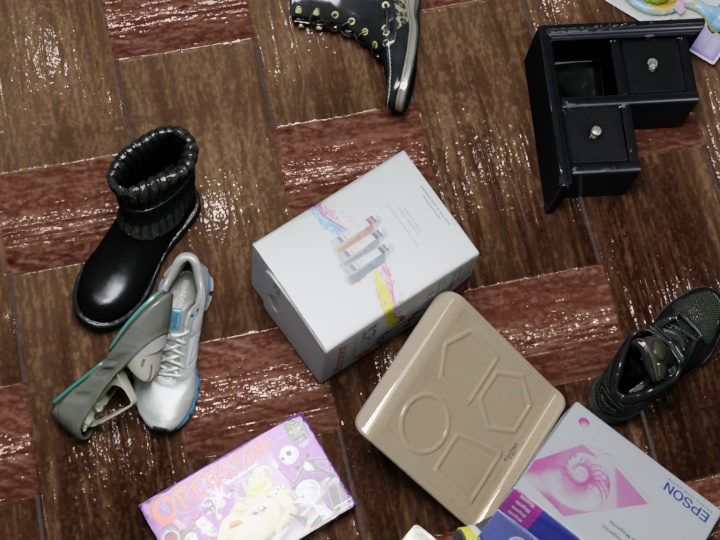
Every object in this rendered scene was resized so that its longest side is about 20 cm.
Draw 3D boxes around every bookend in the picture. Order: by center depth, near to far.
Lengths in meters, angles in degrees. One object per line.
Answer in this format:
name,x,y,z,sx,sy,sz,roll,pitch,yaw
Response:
bookend,0.305,-0.179,1.630,0.198,0.092,0.200,-3,73,-6

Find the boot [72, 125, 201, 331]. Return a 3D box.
boot,-0.245,-0.046,1.509,0.079,0.158,0.211,28,71,5

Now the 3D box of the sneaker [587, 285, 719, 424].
sneaker,0.338,0.083,1.536,0.199,0.114,0.076,-38,80,-17

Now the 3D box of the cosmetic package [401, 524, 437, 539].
cosmetic package,0.057,0.326,1.386,0.103,0.200,0.087,38,74,10

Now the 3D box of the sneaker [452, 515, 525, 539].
sneaker,0.178,0.339,1.457,0.085,0.074,0.200,-27,78,-18

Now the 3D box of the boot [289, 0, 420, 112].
boot,-0.008,-0.280,1.654,0.153,0.074,0.204,3,67,0

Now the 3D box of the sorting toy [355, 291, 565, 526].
sorting toy,0.107,0.151,1.505,0.200,0.036,0.185,42,71,-22

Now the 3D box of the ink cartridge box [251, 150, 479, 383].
ink cartridge box,0.000,0.000,1.519,0.200,0.145,0.145,-32,77,-13

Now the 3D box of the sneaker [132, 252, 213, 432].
sneaker,-0.204,0.072,1.512,0.075,0.087,0.200,7,72,-4

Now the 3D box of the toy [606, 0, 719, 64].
toy,0.379,-0.351,1.717,0.200,0.047,0.115,35,71,7

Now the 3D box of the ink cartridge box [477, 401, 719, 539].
ink cartridge box,0.253,0.265,1.472,0.196,0.043,0.200,37,51,7

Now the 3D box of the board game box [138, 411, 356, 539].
board game box,-0.118,0.250,1.490,0.200,0.032,0.120,-30,72,-13

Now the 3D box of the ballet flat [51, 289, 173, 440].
ballet flat,-0.245,0.103,1.474,0.064,0.067,0.200,47,111,6
